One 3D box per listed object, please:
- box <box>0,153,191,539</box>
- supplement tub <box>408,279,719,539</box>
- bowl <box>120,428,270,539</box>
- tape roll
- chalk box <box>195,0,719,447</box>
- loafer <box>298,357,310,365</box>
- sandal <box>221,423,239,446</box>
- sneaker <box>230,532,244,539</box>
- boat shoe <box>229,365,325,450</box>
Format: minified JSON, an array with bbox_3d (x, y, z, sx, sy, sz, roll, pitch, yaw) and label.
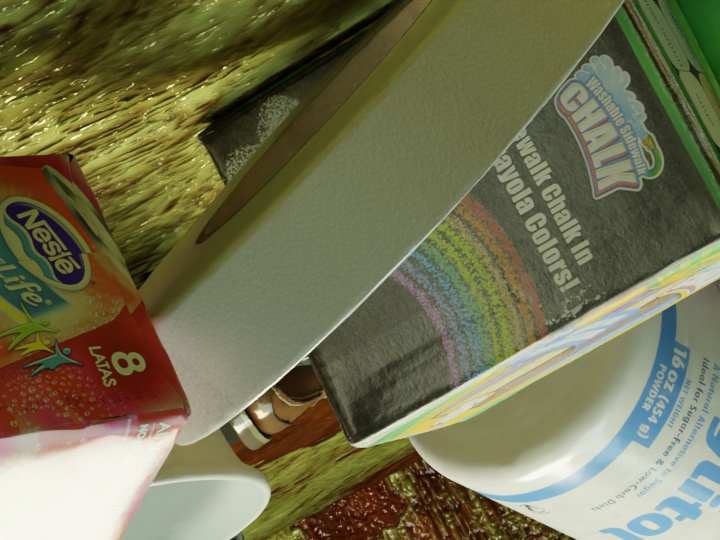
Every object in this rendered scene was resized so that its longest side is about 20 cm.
[{"bbox_3d":[-0.137,0.067,0.801,0.099,0.096,0.200,-6,144,-35],"label":"box"},{"bbox_3d":[0.121,0.057,1.246,0.132,0.132,0.200,-32,141,29],"label":"supplement tub"},{"bbox_3d":[-0.140,0.076,1.087,0.200,0.091,0.201,-19,165,-5],"label":"bowl"},{"bbox_3d":[0.002,-0.035,0.827,0.203,0.037,0.203,-47,-173,8],"label":"tape roll"},{"bbox_3d":[0.071,-0.042,0.982,0.199,0.125,0.124,-29,173,18],"label":"chalk box"},{"bbox_3d":[0.000,0.000,1.287,0.072,0.063,0.200,-35,167,19],"label":"loafer"},{"bbox_3d":[-0.130,0.093,1.338,0.199,0.045,0.075,-10,145,-33],"label":"sandal"},{"bbox_3d":[-0.142,0.113,1.209,0.202,0.077,0.146,9,164,-38],"label":"sneaker"},{"bbox_3d":[-0.036,0.031,1.338,0.068,0.072,0.200,-29,-176,6],"label":"boat shoe"}]
